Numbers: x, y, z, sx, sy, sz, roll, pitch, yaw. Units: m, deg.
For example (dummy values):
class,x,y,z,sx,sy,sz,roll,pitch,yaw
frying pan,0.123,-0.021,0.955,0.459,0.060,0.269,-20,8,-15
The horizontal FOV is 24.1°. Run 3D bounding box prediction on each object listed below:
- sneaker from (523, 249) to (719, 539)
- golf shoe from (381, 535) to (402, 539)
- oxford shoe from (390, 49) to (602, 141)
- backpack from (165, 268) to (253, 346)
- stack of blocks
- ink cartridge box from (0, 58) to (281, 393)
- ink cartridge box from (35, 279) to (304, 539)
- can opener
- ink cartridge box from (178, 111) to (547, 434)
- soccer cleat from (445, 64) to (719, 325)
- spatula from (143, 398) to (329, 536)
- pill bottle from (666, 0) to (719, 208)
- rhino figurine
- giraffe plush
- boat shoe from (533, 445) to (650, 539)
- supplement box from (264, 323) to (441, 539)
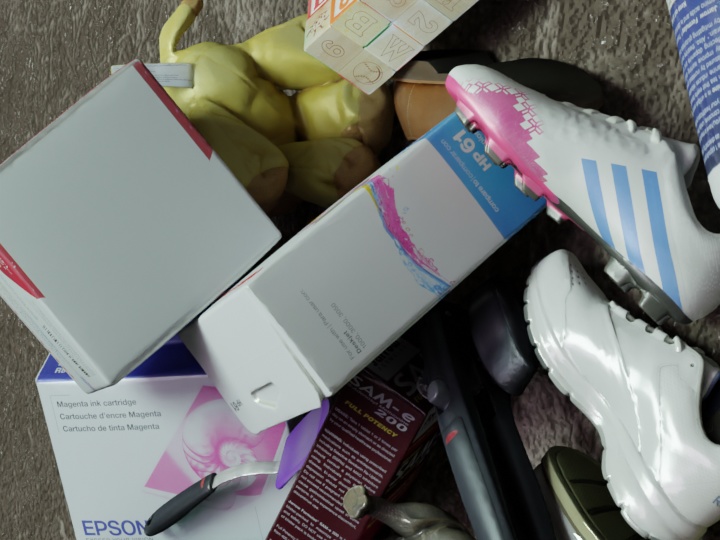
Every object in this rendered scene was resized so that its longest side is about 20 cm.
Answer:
class,x,y,z,sx,sy,sz,roll,pitch,yaw
sneaker,0.164,0.064,0.975,0.087,0.074,0.201,-41,58,21
golf shoe,0.078,0.227,1.086,0.092,0.075,0.200,-52,46,9
oxford shoe,0.087,-0.098,1.068,0.199,0.071,0.072,20,116,60
backpack,-0.156,0.057,1.325,0.162,0.153,0.202,31,102,26
stack of blocks,0.050,-0.219,1.075,0.199,0.058,0.116,-36,35,37
ink cartridge box,-0.164,-0.021,1.098,0.146,0.144,0.200,50,165,-5
ink cartridge box,-0.138,0.111,1.243,0.194,0.043,0.202,-5,112,19
can opener,0.073,0.097,0.992,0.079,0.063,0.202,121,149,-47
ink cartridge box,0.000,0.000,1.034,0.085,0.200,0.144,50,154,-3
soccer cleat,0.137,-0.059,0.952,0.086,0.070,0.200,-45,81,4
spatula,-0.089,0.147,1.196,0.199,0.021,0.057,-30,31,33
pill bottle,0.222,-0.090,0.850,0.111,0.110,0.202,-26,70,49
rhino figurine,0.066,0.200,1.004,0.200,0.087,0.060,40,106,49
giraffe plush,-0.083,-0.083,1.222,0.163,0.197,0.174,106,175,-58
boat shoe,0.153,0.191,0.970,0.069,0.074,0.201,-57,49,28
supplement box,0.002,0.133,1.129,0.061,0.109,0.201,32,121,12
